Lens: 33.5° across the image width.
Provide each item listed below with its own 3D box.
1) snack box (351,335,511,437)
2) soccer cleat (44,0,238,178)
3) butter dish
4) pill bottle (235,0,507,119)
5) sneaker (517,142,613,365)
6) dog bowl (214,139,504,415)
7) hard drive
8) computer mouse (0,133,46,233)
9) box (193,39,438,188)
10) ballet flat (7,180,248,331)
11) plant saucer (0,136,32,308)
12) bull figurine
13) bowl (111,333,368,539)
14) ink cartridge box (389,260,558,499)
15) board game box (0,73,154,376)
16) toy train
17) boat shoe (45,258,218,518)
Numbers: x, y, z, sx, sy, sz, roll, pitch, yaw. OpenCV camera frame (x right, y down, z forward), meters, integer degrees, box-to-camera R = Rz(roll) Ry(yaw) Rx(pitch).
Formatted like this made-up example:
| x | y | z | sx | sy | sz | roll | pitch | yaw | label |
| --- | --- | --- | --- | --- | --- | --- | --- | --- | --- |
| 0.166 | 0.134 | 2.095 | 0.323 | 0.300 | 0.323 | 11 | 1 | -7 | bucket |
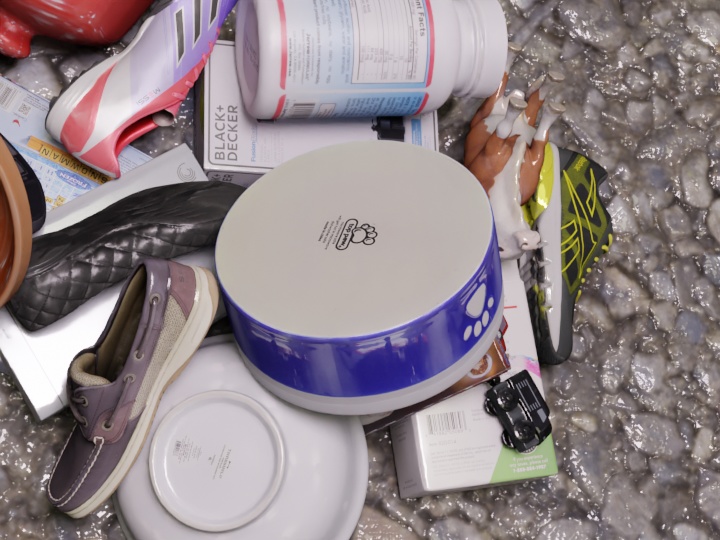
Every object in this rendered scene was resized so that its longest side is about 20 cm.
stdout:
| x | y | z | sx | sy | sz | roll | pitch | yaw | label |
| --- | --- | --- | --- | --- | --- | --- | --- | --- | --- |
| 0.012 | 0.083 | 0.914 | 0.199 | 0.024 | 0.072 | -26 | 80 | 16 | snack box |
| -0.151 | -0.156 | 0.924 | 0.073 | 0.068 | 0.200 | 41 | 72 | 5 | soccer cleat |
| -0.244 | -0.234 | 0.924 | 0.199 | 0.200 | 0.148 | 29 | 92 | -5 | butter dish |
| 0.008 | -0.175 | 0.935 | 0.198 | 0.109 | 0.110 | -3 | 76 | -17 | pill bottle |
| 0.179 | -0.018 | 1.021 | 0.084 | 0.074 | 0.202 | 6 | 73 | -14 | sneaker |
| 0.000 | 0.000 | 0.844 | 0.198 | 0.079 | 0.201 | -6 | 45 | 6 | dog bowl |
| -0.184 | 0.005 | 0.894 | 0.199 | 0.027 | 0.132 | -30 | 87 | -23 | hard drive |
| -0.304 | -0.097 | 0.856 | 0.053 | 0.138 | 0.200 | -37 | 89 | 22 | computer mouse |
| -0.038 | -0.119 | 0.996 | 0.198 | 0.060 | 0.118 | 4 | 73 | -14 | box |
| -0.166 | -0.018 | 0.873 | 0.199 | 0.057 | 0.066 | -22 | 39 | -23 | ballet flat |
| -0.305 | -0.052 | 0.799 | 0.200 | 0.200 | 0.032 | 40 | 34 | -2 | plant saucer |
| 0.121 | -0.096 | 0.970 | 0.065 | 0.122 | 0.201 | 16 | 32 | -10 | bull figurine |
| -0.095 | 0.138 | 0.860 | 0.199 | 0.090 | 0.203 | -1 | 78 | 4 | bowl |
| 0.079 | 0.075 | 0.970 | 0.116 | 0.067 | 0.202 | -4 | 76 | -17 | ink cartridge box |
| -0.255 | -0.026 | 0.918 | 0.199 | 0.041 | 0.200 | 29 | 69 | -7 | board game box |
| 0.092 | 0.044 | 0.928 | 0.046 | 0.034 | 0.201 | -25 | 82 | -23 | toy train |
| -0.172 | 0.078 | 0.825 | 0.065 | 0.072 | 0.201 | 25 | 103 | -37 | boat shoe |
